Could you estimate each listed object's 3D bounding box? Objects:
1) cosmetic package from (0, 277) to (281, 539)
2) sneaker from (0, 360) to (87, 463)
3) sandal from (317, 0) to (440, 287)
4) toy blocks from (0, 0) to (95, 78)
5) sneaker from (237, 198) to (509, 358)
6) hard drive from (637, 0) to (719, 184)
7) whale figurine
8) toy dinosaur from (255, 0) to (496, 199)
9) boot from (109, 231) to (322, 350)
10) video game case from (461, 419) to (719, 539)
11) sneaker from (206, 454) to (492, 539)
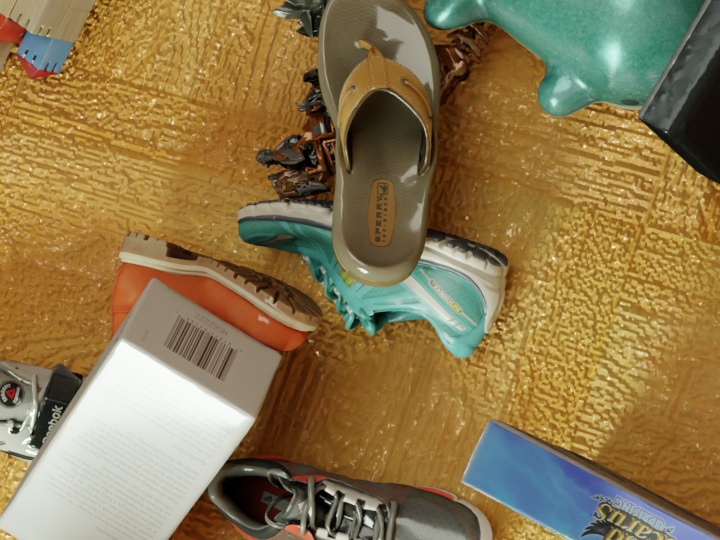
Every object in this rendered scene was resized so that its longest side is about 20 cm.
[{"bbox_3d":[-0.144,0.111,1.605,0.101,0.071,0.200,32,126,-7],"label":"cosmetic package"},{"bbox_3d":[-0.215,0.102,1.699,0.199,0.088,0.074,8,80,24],"label":"sneaker"},{"bbox_3d":[0.013,-0.091,1.580,0.080,0.054,0.201,0,75,-1],"label":"sandal"},{"bbox_3d":[-0.270,-0.210,1.803,0.200,0.100,0.137,35,105,27],"label":"toy blocks"},{"bbox_3d":[0.000,0.000,1.635,0.199,0.077,0.080,19,95,27],"label":"sneaker"},{"bbox_3d":[0.250,-0.155,1.519,0.033,0.139,0.200,31,91,26],"label":"hard drive"},{"bbox_3d":[0.139,-0.179,1.581,0.199,0.104,0.160,14,83,12],"label":"whale figurine"},{"bbox_3d":[0.013,-0.131,1.663,0.200,0.102,0.136,-31,80,-15],"label":"toy dinosaur"},{"bbox_3d":[-0.103,0.043,1.649,0.200,0.075,0.108,13,83,52],"label":"boot"},{"bbox_3d":[0.179,0.161,1.454,0.200,0.181,0.046,27,91,27],"label":"video game case"},{"bbox_3d":[-0.014,0.165,1.595,0.199,0.082,0.077,9,81,26],"label":"sneaker"}]
